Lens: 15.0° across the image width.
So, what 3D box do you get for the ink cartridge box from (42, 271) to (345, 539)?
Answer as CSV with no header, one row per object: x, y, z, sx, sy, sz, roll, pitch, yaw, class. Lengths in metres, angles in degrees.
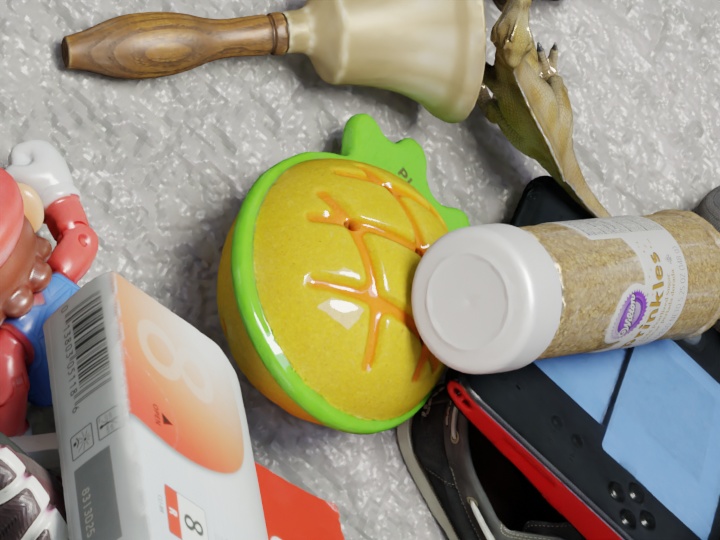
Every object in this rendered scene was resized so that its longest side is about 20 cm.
-0.048,0.111,1.193,0.200,0.050,0.162,34,29,-36,ink cartridge box

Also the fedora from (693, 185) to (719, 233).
0.267,0.007,1.469,0.200,0.177,0.090,-16,117,-48,fedora

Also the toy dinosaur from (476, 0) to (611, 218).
0.090,-0.077,1.404,0.058,0.101,0.200,-29,133,4,toy dinosaur

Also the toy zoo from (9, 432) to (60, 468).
-0.180,0.141,1.202,0.200,0.020,0.131,-5,106,-31,toy zoo

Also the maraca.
0.000,0.000,1.329,0.137,0.107,0.200,59,35,-13,maraca

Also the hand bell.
-0.049,-0.116,1.352,0.200,0.104,0.104,-7,81,-18,hand bell

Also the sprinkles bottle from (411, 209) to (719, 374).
0.106,0.007,1.318,0.200,0.068,0.068,-7,81,-55,sprinkles bottle

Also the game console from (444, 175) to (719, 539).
0.129,0.059,1.385,0.177,0.031,0.200,47,34,-14,game console

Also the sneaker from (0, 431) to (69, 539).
-0.124,0.125,1.183,0.200,0.076,0.116,51,23,-2,sneaker

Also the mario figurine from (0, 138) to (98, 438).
-0.156,0.022,1.261,0.200,0.106,0.123,48,23,-24,mario figurine

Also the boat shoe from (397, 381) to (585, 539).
0.094,0.140,1.370,0.072,0.068,0.200,-38,100,-33,boat shoe
